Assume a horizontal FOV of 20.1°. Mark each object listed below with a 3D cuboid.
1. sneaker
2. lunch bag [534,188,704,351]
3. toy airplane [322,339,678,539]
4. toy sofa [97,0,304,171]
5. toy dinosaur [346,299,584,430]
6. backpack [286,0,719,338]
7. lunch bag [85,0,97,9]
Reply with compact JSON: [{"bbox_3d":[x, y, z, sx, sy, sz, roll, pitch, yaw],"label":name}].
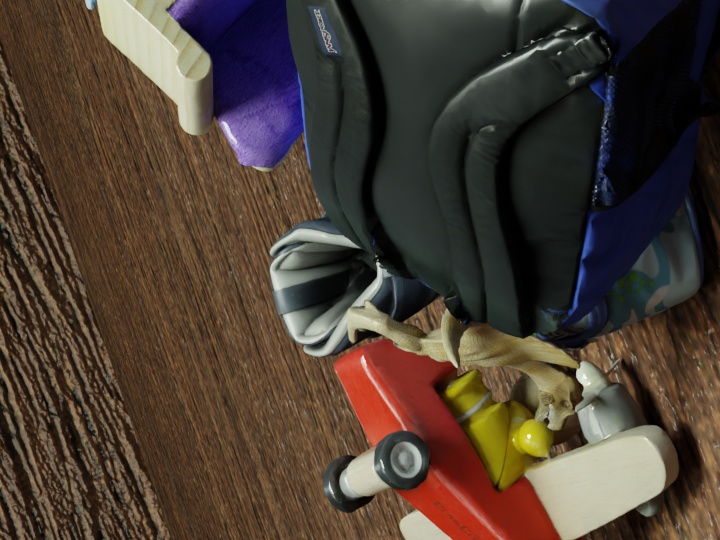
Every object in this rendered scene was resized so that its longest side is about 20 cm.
[{"bbox_3d":[0.000,-0.002,1.155,0.202,0.145,0.078,-24,89,63],"label":"sneaker"},{"bbox_3d":[0.081,-0.062,0.979,0.161,0.082,0.202,170,79,-75],"label":"lunch bag"},{"bbox_3d":[0.092,0.118,1.111,0.199,0.142,0.200,16,145,28],"label":"toy airplane"},{"bbox_3d":[-0.011,-0.144,0.851,0.098,0.200,0.083,44,168,6],"label":"toy sofa"},{"bbox_3d":[0.050,0.023,0.913,0.100,0.059,0.200,21,175,24],"label":"toy dinosaur"},{"bbox_3d":[0.070,-0.082,0.804,0.162,0.167,0.201,34,145,28],"label":"backpack"},{"bbox_3d":[-0.072,-0.222,1.056,0.128,0.198,0.170,93,152,-58],"label":"lunch bag"}]
